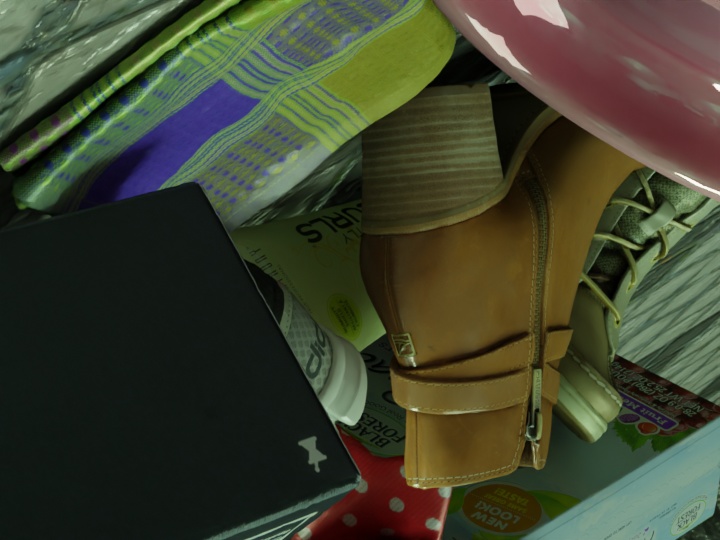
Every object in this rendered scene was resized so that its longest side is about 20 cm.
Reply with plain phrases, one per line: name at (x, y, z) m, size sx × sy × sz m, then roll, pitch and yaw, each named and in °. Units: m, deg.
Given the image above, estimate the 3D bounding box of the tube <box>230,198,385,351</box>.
tube at (0.000, 0.000, 1.150) m, size 0.200 × 0.058 × 0.052 m, roll -23°, pitch 123°, yaw -62°

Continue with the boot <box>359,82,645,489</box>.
boot at (0.073, 0.002, 1.096) m, size 0.076 × 0.156 × 0.200 m, roll -4°, pitch -177°, yaw 33°

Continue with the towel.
towel at (-0.037, -0.055, 0.917) m, size 0.143 × 0.023 × 0.200 m, roll -35°, pitch 170°, yaw 4°

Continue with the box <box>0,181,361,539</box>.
box at (-0.144, 0.083, 0.870) m, size 0.199 × 0.124 × 0.198 m, roll -17°, pitch 163°, yaw -45°

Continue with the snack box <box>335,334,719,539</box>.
snack box at (0.043, 0.081, 1.286) m, size 0.168 × 0.200 × 0.068 m, roll -25°, pitch 129°, yaw -40°

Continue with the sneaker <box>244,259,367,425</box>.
sneaker at (-0.102, 0.046, 1.024) m, size 0.199 × 0.074 × 0.088 m, roll -17°, pitch 133°, yaw 13°

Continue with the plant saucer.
plant saucer at (0.111, -0.077, 0.870) m, size 0.051 × 0.200 × 0.201 m, roll -60°, pitch 173°, yaw -9°

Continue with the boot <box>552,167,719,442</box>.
boot at (0.124, -0.017, 1.256) m, size 0.154 × 0.072 × 0.200 m, roll -36°, pitch -154°, yaw 9°

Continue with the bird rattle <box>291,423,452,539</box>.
bird rattle at (0.022, 0.155, 1.150) m, size 0.162 × 0.113 × 0.201 m, roll 6°, pitch 121°, yaw -15°
